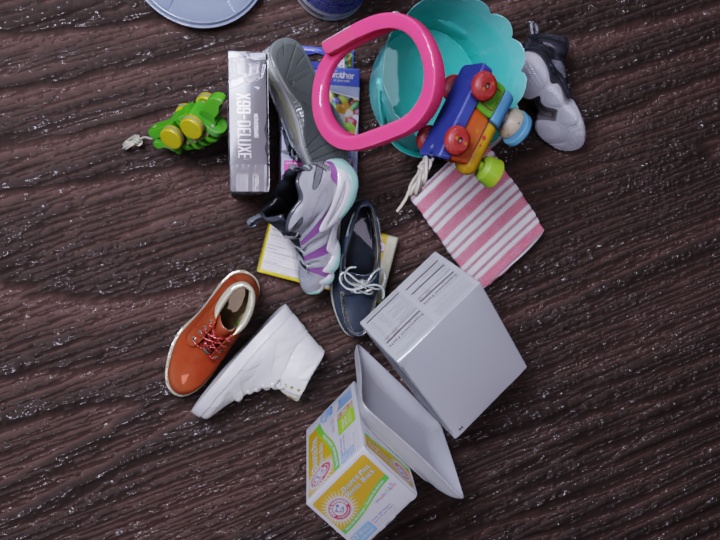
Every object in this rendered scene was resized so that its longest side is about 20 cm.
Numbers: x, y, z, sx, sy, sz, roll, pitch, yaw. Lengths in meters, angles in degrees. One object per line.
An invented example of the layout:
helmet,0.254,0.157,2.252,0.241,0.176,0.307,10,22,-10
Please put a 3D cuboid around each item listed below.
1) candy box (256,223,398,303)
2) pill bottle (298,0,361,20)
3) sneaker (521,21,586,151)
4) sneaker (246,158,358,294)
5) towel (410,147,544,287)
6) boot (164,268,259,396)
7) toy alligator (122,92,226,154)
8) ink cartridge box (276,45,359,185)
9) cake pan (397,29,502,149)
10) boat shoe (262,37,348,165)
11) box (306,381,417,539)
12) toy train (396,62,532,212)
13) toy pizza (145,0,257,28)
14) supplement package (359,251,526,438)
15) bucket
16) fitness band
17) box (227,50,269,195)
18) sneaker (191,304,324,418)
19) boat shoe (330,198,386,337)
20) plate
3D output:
candy box,-0.048,-0.025,0.981,0.195,0.026,0.105,15,90,-15
pill bottle,-0.024,-0.415,0.865,0.116,0.200,0.123,-1,96,-13
sneaker,0.301,-0.285,1.017,0.200,0.074,0.116,43,57,-35
sneaker,-0.090,-0.053,0.875,0.137,0.078,0.204,-8,124,-37
towel,0.181,-0.084,1.016,0.146,0.030,0.201,-41,110,-2
boot,-0.208,0.091,0.913,0.074,0.107,0.203,32,88,-15
toy alligator,-0.235,-0.179,0.870,0.054,0.196,0.060,50,41,-32
ink cartridge box,-0.061,-0.223,0.956,0.116,0.042,0.206,0,93,-14
cake pan,0.144,-0.272,1.002,0.195,0.037,0.206,-1,95,-14
boat shoe,-0.078,-0.211,0.907,0.074,0.064,0.205,-35,109,-26
box,-0.005,0.263,0.918,0.101,0.200,0.113,43,96,-13
toy train,0.129,-0.137,0.816,0.114,0.084,0.203,27,89,-27
toy pizza,-0.221,-0.434,0.902,0.195,0.032,0.206,-1,94,-13
supplement package,0.124,0.109,0.956,0.155,0.111,0.201,-42,128,-7
bucket,0.109,-0.255,0.905,0.201,0.135,0.213,-1,95,-13
fitness band,0.016,-0.229,0.814,0.037,0.197,0.147,-19,96,-50
box,-0.147,-0.179,0.855,0.048,0.200,0.162,-1,95,-11
sneaker,-0.140,0.162,0.951,0.200,0.074,0.116,-45,100,-8
boat shoe,0.000,0.000,0.950,0.073,0.062,0.206,3,98,-17
plate,0.057,0.216,0.945,0.032,0.200,0.200,-42,104,10
